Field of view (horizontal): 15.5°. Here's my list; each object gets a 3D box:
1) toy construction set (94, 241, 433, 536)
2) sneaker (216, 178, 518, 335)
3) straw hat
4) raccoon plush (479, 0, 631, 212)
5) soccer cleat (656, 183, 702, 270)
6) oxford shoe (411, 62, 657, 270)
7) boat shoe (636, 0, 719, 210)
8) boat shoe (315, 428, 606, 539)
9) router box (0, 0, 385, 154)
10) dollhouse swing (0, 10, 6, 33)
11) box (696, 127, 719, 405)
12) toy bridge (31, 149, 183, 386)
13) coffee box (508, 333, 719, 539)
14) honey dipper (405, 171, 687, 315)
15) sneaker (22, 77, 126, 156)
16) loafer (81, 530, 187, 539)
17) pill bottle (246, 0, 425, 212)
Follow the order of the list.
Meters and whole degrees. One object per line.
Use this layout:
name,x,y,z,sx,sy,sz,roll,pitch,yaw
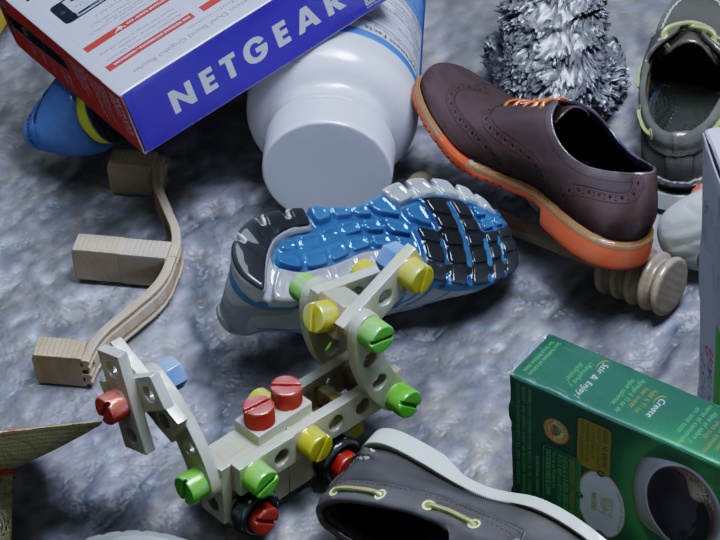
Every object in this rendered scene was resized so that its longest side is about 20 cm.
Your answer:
toy construction set,-0.048,0.067,1.471,0.199,0.132,0.092,-19,42,-21
sneaker,0.000,0.000,1.588,0.199,0.087,0.075,-6,61,-28
straw hat,-0.231,0.132,1.443,0.200,0.086,0.201,-6,-2,0
raccoon plush,0.133,-0.150,1.691,0.096,0.134,0.200,-8,42,-5
soccer cleat,0.278,-0.015,1.580,0.199,0.070,0.078,0,45,2
oxford shoe,0.109,-0.083,1.598,0.071,0.073,0.200,-21,46,-39
boat shoe,0.215,-0.124,1.709,0.072,0.060,0.202,4,43,10
boat shoe,0.064,0.152,1.417,0.201,0.072,0.061,23,53,38
router box,-0.105,-0.177,1.670,0.200,0.049,0.179,-33,41,-15
dollhouse swing,-0.287,-0.234,1.897,0.200,0.176,0.182,31,91,34
box,0.278,0.012,1.449,0.176,0.201,0.097,-9,42,-5
toy bridge,-0.145,-0.006,1.643,0.067,0.027,0.200,5,43,11
coffee box,0.172,0.123,1.397,0.199,0.123,0.044,22,46,29
honey dipper,0.110,-0.023,1.631,0.199,0.038,0.038,24,49,33
sneaker,-0.153,-0.137,1.764,0.078,0.066,0.200,-12,23,39
loafer,-0.164,0.194,1.398,0.199,0.075,0.070,-13,47,5
pill bottle,-0.016,-0.126,1.700,0.112,0.113,0.201,0,42,6
